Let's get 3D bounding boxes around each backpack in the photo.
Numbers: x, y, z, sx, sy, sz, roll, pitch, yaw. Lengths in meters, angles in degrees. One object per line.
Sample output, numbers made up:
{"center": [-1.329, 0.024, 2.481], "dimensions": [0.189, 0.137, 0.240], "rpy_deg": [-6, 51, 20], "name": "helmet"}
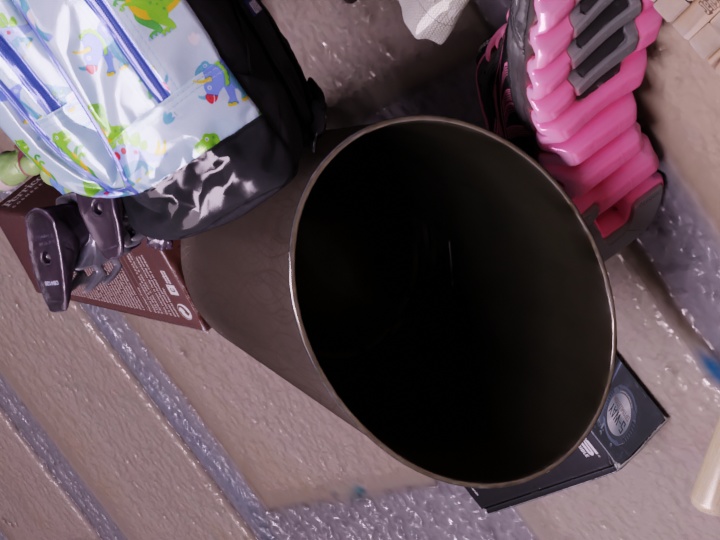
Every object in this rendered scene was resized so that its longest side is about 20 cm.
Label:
{"center": [-0.117, -0.118, 0.796], "dimensions": [0.163, 0.153, 0.201], "rpy_deg": [-94, -19, -72], "name": "backpack"}

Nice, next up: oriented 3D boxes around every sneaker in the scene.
{"center": [0.081, -0.091, 0.849], "dimensions": [0.095, 0.079, 0.201], "rpy_deg": [42, 152, 37], "name": "sneaker"}

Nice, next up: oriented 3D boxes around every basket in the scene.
{"center": [0.000, 0.000, 0.889], "dimensions": [0.180, 0.136, 0.200], "rpy_deg": [47, 167, -24], "name": "basket"}

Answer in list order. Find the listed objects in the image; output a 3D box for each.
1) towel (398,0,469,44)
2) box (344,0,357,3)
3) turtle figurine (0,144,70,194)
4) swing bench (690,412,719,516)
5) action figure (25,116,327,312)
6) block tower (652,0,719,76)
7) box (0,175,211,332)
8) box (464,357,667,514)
{"center": [0.029, -0.209, 0.658], "dimensions": [0.201, 0.034, 0.194], "rpy_deg": [-60, 39, 44], "name": "towel"}
{"center": [0.038, -0.186, 0.785], "dimensions": [0.082, 0.068, 0.200], "rpy_deg": [53, 152, -7], "name": "box"}
{"center": [-0.243, -0.109, 1.159], "dimensions": [0.144, 0.199, 0.195], "rpy_deg": [40, -158, -52], "name": "turtle figurine"}
{"center": [0.240, 0.007, 0.614], "dimensions": [0.198, 0.130, 0.202], "rpy_deg": [22, 115, 20], "name": "swing bench"}
{"center": [-0.091, -0.043, 1.029], "dimensions": [0.130, 0.199, 0.070], "rpy_deg": [-20, 93, 39], "name": "action figure"}
{"center": [0.193, -0.068, 0.725], "dimensions": [0.200, 0.054, 0.058], "rpy_deg": [49, 152, 2], "name": "block tower"}
{"center": [-0.134, -0.030, 1.197], "dimensions": [0.199, 0.100, 0.075], "rpy_deg": [7, 132, 50], "name": "box"}
{"center": [0.058, 0.035, 1.059], "dimensions": [0.200, 0.043, 0.160], "rpy_deg": [51, 152, -4], "name": "box"}
